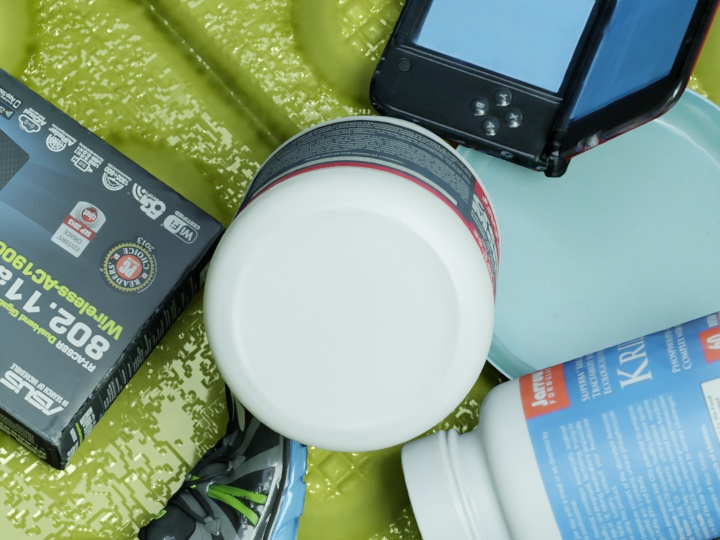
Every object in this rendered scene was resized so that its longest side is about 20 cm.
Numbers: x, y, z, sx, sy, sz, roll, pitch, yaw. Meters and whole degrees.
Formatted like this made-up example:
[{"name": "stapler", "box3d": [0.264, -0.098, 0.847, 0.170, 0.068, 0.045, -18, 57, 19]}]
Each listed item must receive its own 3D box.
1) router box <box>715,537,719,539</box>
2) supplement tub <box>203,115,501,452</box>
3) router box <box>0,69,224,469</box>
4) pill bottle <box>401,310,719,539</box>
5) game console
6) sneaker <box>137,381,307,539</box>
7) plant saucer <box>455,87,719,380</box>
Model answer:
[{"name": "router box", "box3d": [0.246, 0.197, 1.504, 0.200, 0.062, 0.150, -25, 77, -12]}, {"name": "supplement tub", "box3d": [0.000, 0.000, 1.445, 0.140, 0.200, 0.141, 1, 104, 4]}, {"name": "router box", "box3d": [-0.194, -0.013, 1.526, 0.200, 0.062, 0.150, 34, 74, 6]}, {"name": "pill bottle", "box3d": [0.128, 0.098, 1.486, 0.200, 0.112, 0.112, -19, 74, 7]}, {"name": "game console", "box3d": [0.115, -0.166, 1.558, 0.172, 0.119, 0.200, 20, 63, 9]}, {"name": "sneaker", "box3d": [-0.072, 0.124, 1.497, 0.083, 0.071, 0.200, 9, 74, -5]}, {"name": "plant saucer", "box3d": [0.138, -0.014, 1.581, 0.200, 0.027, 0.200, 1, 72, -4]}]
